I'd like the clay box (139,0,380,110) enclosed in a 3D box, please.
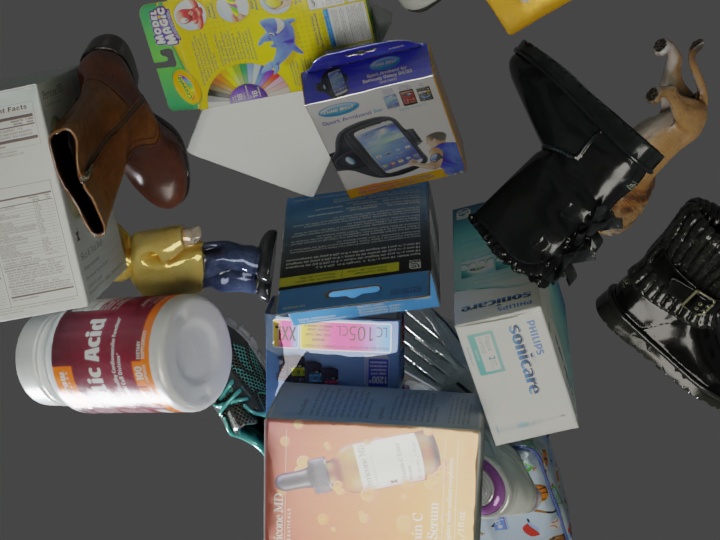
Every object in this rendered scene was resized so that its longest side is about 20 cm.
[{"bbox_3d":[-0.087,-0.214,1.536,0.198,0.048,0.116,-9,124,8],"label":"clay box"}]

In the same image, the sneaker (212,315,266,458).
[{"bbox_3d":[-0.125,0.122,1.765,0.077,0.091,0.200,-38,115,24],"label":"sneaker"}]

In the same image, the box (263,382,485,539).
[{"bbox_3d":[0.014,0.197,1.615,0.198,0.106,0.154,2,105,6],"label":"box"}]

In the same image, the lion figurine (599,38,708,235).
[{"bbox_3d":[0.268,-0.120,1.606,0.200,0.073,0.122,-40,131,18],"label":"lion figurine"}]

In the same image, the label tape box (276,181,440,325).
[{"bbox_3d":[0.000,0.000,1.615,0.143,0.201,0.064,-7,124,7],"label":"label tape box"}]

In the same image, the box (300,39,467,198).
[{"bbox_3d":[0.022,-0.138,1.563,0.118,0.042,0.200,-13,154,9],"label":"box"}]

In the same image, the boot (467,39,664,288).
[{"bbox_3d":[0.160,-0.093,1.543,0.163,0.198,0.073,-49,148,11],"label":"boot"}]

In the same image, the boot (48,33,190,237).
[{"bbox_3d":[-0.212,-0.094,1.558,0.068,0.201,0.189,-9,123,8],"label":"boot"}]

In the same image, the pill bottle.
[{"bbox_3d":[-0.236,0.083,1.697,0.199,0.114,0.115,-4,127,34],"label":"pill bottle"}]

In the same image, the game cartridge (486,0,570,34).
[{"bbox_3d":[0.171,-0.322,1.497,0.199,0.033,0.177,-28,119,20],"label":"game cartridge"}]

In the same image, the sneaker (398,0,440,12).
[{"bbox_3d":[0.080,-0.314,1.446,0.200,0.076,0.115,-37,112,23],"label":"sneaker"}]

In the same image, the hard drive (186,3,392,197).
[{"bbox_3d":[-0.068,-0.174,1.606,0.131,0.026,0.201,19,122,-11],"label":"hard drive"}]

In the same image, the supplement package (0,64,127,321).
[{"bbox_3d":[-0.321,-0.068,1.574,0.149,0.152,0.202,-10,102,8],"label":"supplement package"}]

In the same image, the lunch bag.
[{"bbox_3d":[0.137,0.243,1.850,0.159,0.076,0.201,-13,123,13],"label":"lunch bag"}]

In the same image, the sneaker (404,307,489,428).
[{"bbox_3d":[0.085,0.079,1.747,0.200,0.071,0.073,44,122,-5],"label":"sneaker"}]

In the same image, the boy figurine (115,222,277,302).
[{"bbox_3d":[-0.183,-0.008,1.697,0.198,0.065,0.125,6,150,2],"label":"boy figurine"}]

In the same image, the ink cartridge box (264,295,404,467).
[{"bbox_3d":[-0.024,0.131,1.698,0.135,0.076,0.202,2,106,6],"label":"ink cartridge box"}]

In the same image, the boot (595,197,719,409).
[{"bbox_3d":[0.355,0.039,1.702,0.210,0.080,0.158,34,118,-19],"label":"boot"}]

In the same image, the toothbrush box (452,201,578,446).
[{"bbox_3d":[0.146,0.043,1.640,0.085,0.201,0.147,-14,123,10],"label":"toothbrush box"}]

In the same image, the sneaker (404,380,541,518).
[{"bbox_3d":[0.104,0.187,1.749,0.099,0.200,0.075,13,114,-46],"label":"sneaker"}]
